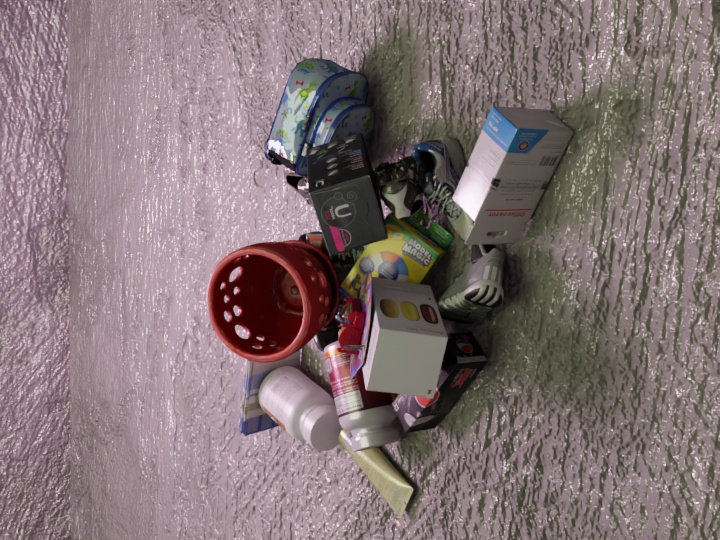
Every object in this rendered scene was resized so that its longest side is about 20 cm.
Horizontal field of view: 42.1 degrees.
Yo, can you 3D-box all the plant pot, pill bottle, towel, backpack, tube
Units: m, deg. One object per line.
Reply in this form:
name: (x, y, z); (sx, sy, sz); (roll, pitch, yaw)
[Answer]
plant pot: (-0.139, 0.044, 1.638); (0.200, 0.182, 0.201); (5, 102, 24)
pill bottle: (0.006, 0.226, 1.732); (0.113, 0.113, 0.200); (-31, 69, 53)
towel: (-0.193, 0.246, 1.994); (0.024, 0.147, 0.200); (23, 114, 43)
backpack: (-0.061, -0.279, 1.728); (0.147, 0.183, 0.200); (28, 114, 26)
pill bottle: (-0.115, 0.284, 1.914); (0.200, 0.114, 0.115); (30, 117, 51)
tube: (0.031, 0.373, 1.773); (0.200, 0.052, 0.058); (45, 170, 39)

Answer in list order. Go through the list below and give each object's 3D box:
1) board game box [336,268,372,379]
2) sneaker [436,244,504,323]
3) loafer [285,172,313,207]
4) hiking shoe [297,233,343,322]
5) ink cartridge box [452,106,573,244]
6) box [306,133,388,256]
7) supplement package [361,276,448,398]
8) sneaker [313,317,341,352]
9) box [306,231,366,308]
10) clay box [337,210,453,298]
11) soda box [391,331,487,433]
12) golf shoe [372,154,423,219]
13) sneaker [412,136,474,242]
board game box: (-0.017, 0.088, 1.536); (0.200, 0.039, 0.158); (119, 157, -70)
sneaker: (0.185, 0.013, 1.504); (0.200, 0.075, 0.116); (143, 144, -66)
loafer: (-0.100, -0.157, 1.811); (0.200, 0.063, 0.072); (-133, 41, -69)
hiking shoe: (-0.044, 0.007, 1.781); (0.087, 0.074, 0.200); (-17, 114, 46)
ink cartridge box: (0.215, -0.138, 1.385); (0.068, 0.116, 0.200); (53, 133, 40)
box: (-0.025, -0.132, 1.577); (0.200, 0.106, 0.122); (-98, -9, -62)
supplement package: (0.064, 0.104, 1.503); (0.200, 0.113, 0.110); (-102, 21, -67)
sneaker: (-0.084, 0.074, 1.895); (0.115, 0.076, 0.201); (-28, 60, 59)
box: (0.000, 0.000, 1.691); (0.200, 0.040, 0.137); (2, 100, 24)
clay box: (0.060, -0.010, 1.613); (0.115, 0.048, 0.200); (38, 114, 11)
soda box: (0.130, 0.191, 1.582); (0.063, 0.071, 0.200); (61, 138, 34)
golf shoe: (0.067, -0.139, 1.575); (0.078, 0.200, 0.095); (-15, 102, 17)
sneaker: (0.137, -0.127, 1.529); (0.077, 0.085, 0.200); (-48, 55, 46)
